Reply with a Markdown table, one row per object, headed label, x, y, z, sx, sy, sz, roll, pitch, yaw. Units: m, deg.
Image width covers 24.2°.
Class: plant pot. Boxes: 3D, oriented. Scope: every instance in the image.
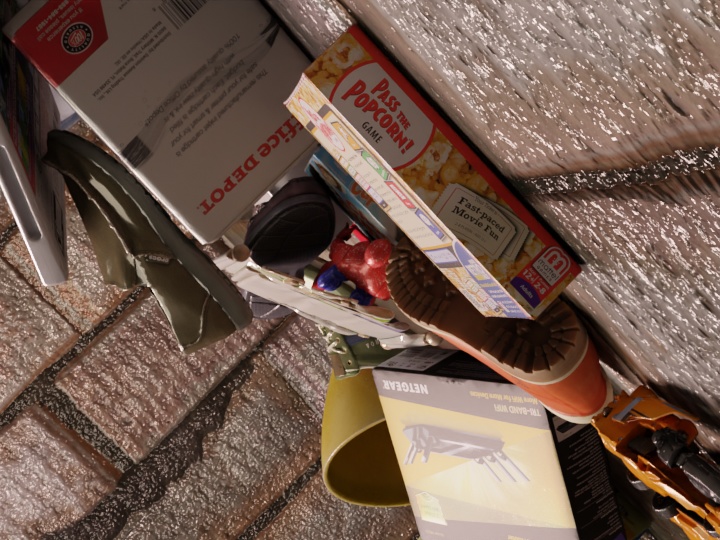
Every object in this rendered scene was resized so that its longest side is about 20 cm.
| label | x | y | z | sx | sy | sz | roll | pitch | yaw |
| --- | --- | --- | --- | --- | --- | --- | --- | --- | --- |
| plant pot | 0.047 | 0.120 | 1.638 | 0.200 | 0.199 | 0.143 | 54 | -162 | -56 |

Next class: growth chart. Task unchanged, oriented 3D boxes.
| label | x | y | z | sx | sy | sz | roll | pitch | yaw |
| --- | --- | --- | --- | --- | --- | --- | --- | --- | --- |
| growth chart | -0.031 | 0.025 | 1.328 | 0.199 | 0.018 | 0.144 | 24 | 169 | -21 |

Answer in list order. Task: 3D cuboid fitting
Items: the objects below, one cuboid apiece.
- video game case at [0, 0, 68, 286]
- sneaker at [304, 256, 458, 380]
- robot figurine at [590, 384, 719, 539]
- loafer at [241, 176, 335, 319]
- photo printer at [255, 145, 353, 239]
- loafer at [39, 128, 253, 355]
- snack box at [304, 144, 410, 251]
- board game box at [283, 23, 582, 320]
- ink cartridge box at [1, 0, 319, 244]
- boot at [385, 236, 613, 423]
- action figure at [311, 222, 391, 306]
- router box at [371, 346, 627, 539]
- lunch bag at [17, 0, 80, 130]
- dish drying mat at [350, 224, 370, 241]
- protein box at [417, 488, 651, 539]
| label | x | y | z | sx | sy | sz | roll | pitch | yaw |
| --- | --- | --- | --- | --- | --- | --- | --- | --- | --- |
| video game case | -0.251 | -0.120 | 1.218 | 0.201 | 0.023 | 0.183 | -103 | -1 | -46 |
| sneaker | -0.008 | 0.054 | 1.502 | 0.199 | 0.090 | 0.067 | 29 | 180 | -1 |
| robot figurine | 0.220 | 0.136 | 1.038 | 0.145 | 0.058 | 0.200 | 47 | 174 | -18 |
| loafer | -0.069 | -0.029 | 1.385 | 0.200 | 0.071 | 0.063 | 113 | 149 | -59 |
| photo printer | -0.093 | -0.112 | 1.476 | 0.200 | 0.069 | 0.166 | 47 | 174 | -13 |
| loafer | -0.164 | -0.018 | 1.211 | 0.200 | 0.070 | 0.075 | 47 | 177 | -6 |
| snack box | 0.039 | -0.024 | 1.311 | 0.200 | 0.037 | 0.116 | 46 | 174 | -1 |
| board game box | 0.040 | -0.056 | 1.055 | 0.200 | 0.046 | 0.151 | 46 | 174 | -5 |
| ink cartridge box | -0.130 | -0.141 | 1.180 | 0.200 | 0.144 | 0.084 | 48 | 176 | -20 |
| boot | 0.098 | 0.041 | 1.196 | 0.200 | 0.075 | 0.107 | 38 | 176 | 44 |
| action figure | 0.000 | 0.000 | 1.335 | 0.065 | 0.052 | 0.200 | 40 | 171 | -2 |
| router box | 0.107 | 0.145 | 1.318 | 0.199 | 0.052 | 0.159 | 1 | 112 | 52 |
| lunch bag | -0.285 | -0.221 | 1.454 | 0.170 | 0.200 | 0.127 | 44 | 174 | 18 |
| dish drying mat | 0.059 | 0.016 | 1.532 | 0.200 | 0.018 | 0.077 | 41 | 174 | 36 |
| protein box | 0.136 | 0.284 | 1.579 | 0.135 | 0.199 | 0.200 | 43 | -155 | 17 |
